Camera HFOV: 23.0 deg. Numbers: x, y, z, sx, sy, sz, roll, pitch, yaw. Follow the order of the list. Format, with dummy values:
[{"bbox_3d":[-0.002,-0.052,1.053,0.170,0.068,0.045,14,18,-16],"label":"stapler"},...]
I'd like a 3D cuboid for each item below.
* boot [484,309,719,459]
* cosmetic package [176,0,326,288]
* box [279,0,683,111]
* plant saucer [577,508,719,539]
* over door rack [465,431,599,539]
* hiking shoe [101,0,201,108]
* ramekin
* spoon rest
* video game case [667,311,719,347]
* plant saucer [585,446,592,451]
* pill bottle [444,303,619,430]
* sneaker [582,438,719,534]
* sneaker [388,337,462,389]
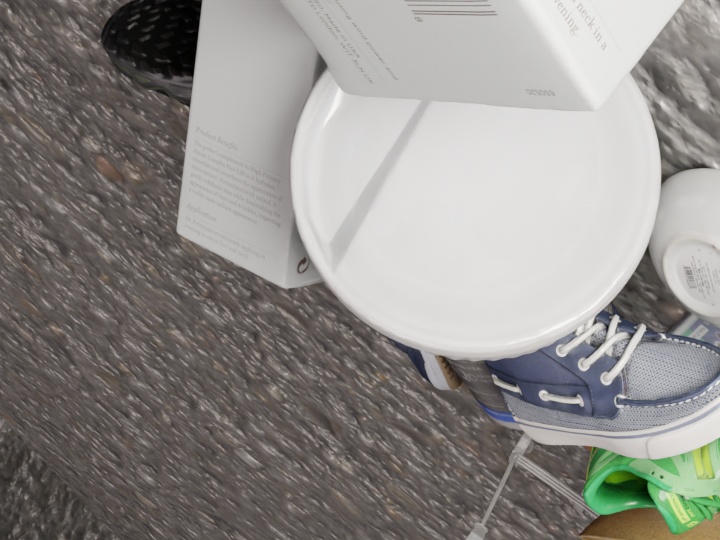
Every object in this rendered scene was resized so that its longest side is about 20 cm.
[{"bbox_3d":[0.136,0.052,1.012,0.091,0.073,0.199,52,150,-18],"label":"boot"},{"bbox_3d":[-0.045,-0.102,1.060,0.101,0.074,0.202,26,116,34],"label":"cosmetic package"},{"bbox_3d":[0.030,-0.190,0.796,0.199,0.131,0.199,12,147,54],"label":"box"},{"bbox_3d":[0.258,0.197,1.282,0.198,0.036,0.200,12,171,2],"label":"plant saucer"},{"bbox_3d":[0.175,0.219,1.503,0.147,0.067,0.201,35,140,13],"label":"over door rack"},{"bbox_3d":[-0.103,-0.126,1.265,0.199,0.076,0.101,28,154,29],"label":"hiking shoe"},{"bbox_3d":[0.064,-0.043,0.978,0.202,0.203,0.094,34,171,14],"label":"ramekin"},{"bbox_3d":[0.221,0.031,1.020,0.099,0.060,0.202,4,120,43],"label":"spoon rest"},{"bbox_3d":[0.273,0.094,1.139,0.182,0.023,0.200,38,160,6],"label":"video game case"},{"bbox_3d":[0.192,0.113,1.278,0.200,0.032,0.200,37,170,8],"label":"plant saucer"},{"bbox_3d":[0.083,0.001,1.146,0.113,0.114,0.200,15,149,50],"label":"pill bottle"},{"bbox_3d":[0.226,0.132,1.121,0.199,0.084,0.074,-10,128,46],"label":"sneaker"},{"bbox_3d":[0.000,0.000,1.225,0.108,0.070,0.201,-11,118,27],"label":"sneaker"}]
